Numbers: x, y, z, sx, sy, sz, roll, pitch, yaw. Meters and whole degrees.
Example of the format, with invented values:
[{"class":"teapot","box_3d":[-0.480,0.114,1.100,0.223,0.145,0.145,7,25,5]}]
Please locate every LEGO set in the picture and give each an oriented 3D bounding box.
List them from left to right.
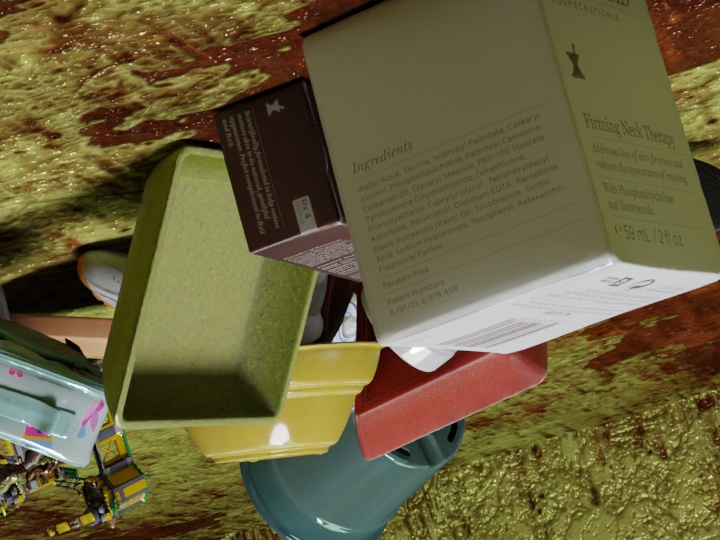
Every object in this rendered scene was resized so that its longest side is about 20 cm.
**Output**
[{"class":"LEGO set","box_3d":[-0.272,0.142,1.815,0.116,0.154,0.200,-25,-155,-36]}]

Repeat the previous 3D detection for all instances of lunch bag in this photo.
[{"class":"lunch bag","box_3d":[-0.272,0.068,1.618,0.200,0.077,0.160,21,179,-25]}]

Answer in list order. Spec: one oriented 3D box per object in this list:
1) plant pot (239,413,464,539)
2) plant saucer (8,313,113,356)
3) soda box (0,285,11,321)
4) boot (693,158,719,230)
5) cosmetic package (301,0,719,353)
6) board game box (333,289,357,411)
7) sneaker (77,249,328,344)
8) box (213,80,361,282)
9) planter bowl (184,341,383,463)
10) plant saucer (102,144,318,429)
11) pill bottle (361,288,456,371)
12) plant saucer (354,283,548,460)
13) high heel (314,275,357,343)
[{"class":"plant pot","box_3d":[0.001,0.186,2.506,0.200,0.200,0.196,-6,157,-38]},{"class":"plant saucer","box_3d":[-0.198,0.054,1.844,0.200,0.032,0.200,3,179,0]},{"class":"soda box","box_3d":[-0.369,0.063,1.759,0.200,0.063,0.070,-18,168,11]},{"class":"boot","box_3d":[0.205,-0.043,1.967,0.203,0.074,0.154,-5,168,-15]},{"class":"cosmetic package","box_3d":[0.093,-0.068,1.396,0.166,0.200,0.167,-21,167,29]},{"class":"board game box","box_3d":[-0.041,0.061,2.023,0.135,0.034,0.200,-19,141,16]},{"class":"sneaker","box_3d":[-0.117,-0.006,1.770,0.200,0.092,0.076,9,-163,-19]},{"class":"box","box_3d":[-0.019,-0.055,1.561,0.075,0.100,0.200,-19,167,17]},{"class":"planter bowl","box_3d":[-0.074,0.108,1.811,0.200,0.084,0.200,-6,174,-1]},{"class":"plant saucer","box_3d":[-0.108,0.010,1.635,0.048,0.200,0.200,18,-173,32]},{"class":"pill bottle","box_3d":[0.100,-0.016,1.728,0.200,0.112,0.112,-41,159,21]},{"class":"plant saucer","box_3d":[0.063,0.031,1.858,0.037,0.200,0.200,29,138,-36]},{"class":"high heel","box_3d":[0.000,0.000,1.815,0.200,0.096,0.067,-26,-176,44]}]
